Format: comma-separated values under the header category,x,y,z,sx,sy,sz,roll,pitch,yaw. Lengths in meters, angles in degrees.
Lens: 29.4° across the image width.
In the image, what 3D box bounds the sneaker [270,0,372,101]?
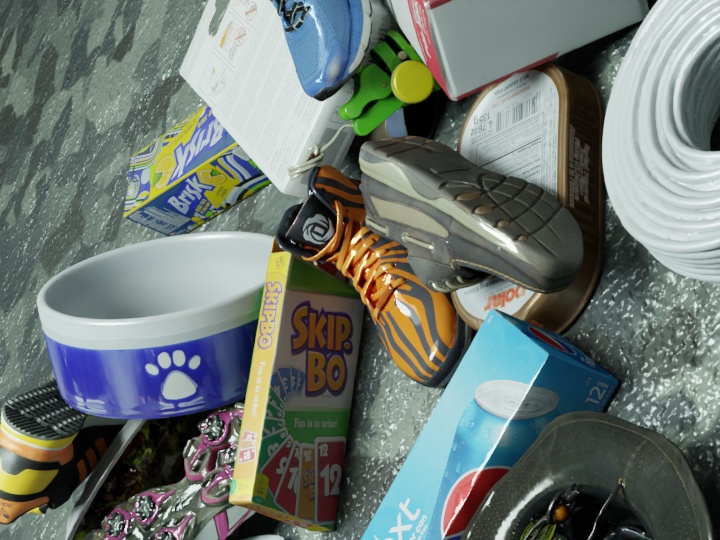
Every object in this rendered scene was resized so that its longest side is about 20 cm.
category,x,y,z,sx,sy,sz,roll,pitch,yaw
sneaker,-0.056,-0.212,0.976,0.079,0.089,0.200,-33,67,47

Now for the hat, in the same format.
category,x,y,z,sx,sy,sz,roll,pitch,yaw
hat,0.133,0.174,0.719,0.201,0.081,0.201,-41,34,36

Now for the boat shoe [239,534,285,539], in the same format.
category,x,y,z,sx,sy,sz,roll,pitch,yaw
boat shoe,-0.127,0.264,1.037,0.200,0.068,0.072,-29,7,17

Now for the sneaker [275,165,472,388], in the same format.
category,x,y,z,sx,sy,sz,roll,pitch,yaw
sneaker,0.000,0.000,0.965,0.078,0.112,0.200,-54,37,21

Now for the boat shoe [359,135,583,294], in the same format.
category,x,y,z,sx,sy,sz,roll,pitch,yaw
boat shoe,0.068,-0.025,0.876,0.200,0.074,0.073,38,129,50

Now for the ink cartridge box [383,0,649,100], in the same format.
category,x,y,z,sx,sy,sz,roll,pitch,yaw
ink cartridge box,0.085,-0.224,0.942,0.147,0.083,0.200,-24,42,-2

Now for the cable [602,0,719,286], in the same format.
category,x,y,z,sx,sy,sz,roll,pitch,yaw
cable,0.217,-0.089,0.754,0.200,0.069,0.200,-60,35,11

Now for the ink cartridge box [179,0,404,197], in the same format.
category,x,y,z,sx,sy,sz,roll,pitch,yaw
ink cartridge box,-0.058,-0.175,1.085,0.200,0.050,0.161,49,121,44

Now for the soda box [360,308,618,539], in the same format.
category,x,y,z,sx,sy,sz,roll,pitch,yaw
soda box,0.071,0.130,0.840,0.200,0.064,0.068,-62,34,10

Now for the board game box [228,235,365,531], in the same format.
category,x,y,z,sx,sy,sz,roll,pitch,yaw
board game box,-0.041,0.079,0.993,0.030,0.095,0.200,-10,64,35

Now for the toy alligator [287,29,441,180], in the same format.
category,x,y,z,sx,sy,sz,roll,pitch,yaw
toy alligator,0.020,-0.139,0.985,0.200,0.054,0.059,-33,8,-8

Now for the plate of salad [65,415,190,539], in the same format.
category,x,y,z,sx,sy,sz,roll,pitch,yaw
plate of salad,-0.177,0.165,1.116,0.200,0.048,0.200,-56,-5,-7

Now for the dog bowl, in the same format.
category,x,y,z,sx,sy,sz,roll,pitch,yaw
dog bowl,-0.142,0.038,1.060,0.200,0.200,0.079,21,125,56

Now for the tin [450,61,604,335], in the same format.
category,x,y,z,sx,sy,sz,roll,pitch,yaw
tin,0.108,-0.047,0.912,0.112,0.042,0.200,-27,51,50

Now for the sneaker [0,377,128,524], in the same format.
category,x,y,z,sx,sy,sz,roll,pitch,yaw
sneaker,-0.236,0.140,1.061,0.200,0.070,0.090,-7,-60,-80

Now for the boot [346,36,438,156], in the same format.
category,x,y,z,sx,sy,sz,roll,pitch,yaw
boot,0.033,-0.183,1.070,0.097,0.075,0.200,14,94,46

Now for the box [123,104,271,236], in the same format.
category,x,y,z,sx,sy,sz,roll,pitch,yaw
box,-0.136,-0.100,1.251,0.200,0.064,0.070,-25,53,45

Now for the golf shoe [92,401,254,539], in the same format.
category,x,y,z,sx,sy,sz,roll,pitch,yaw
golf shoe,-0.121,0.185,1.035,0.200,0.092,0.073,-44,59,13
